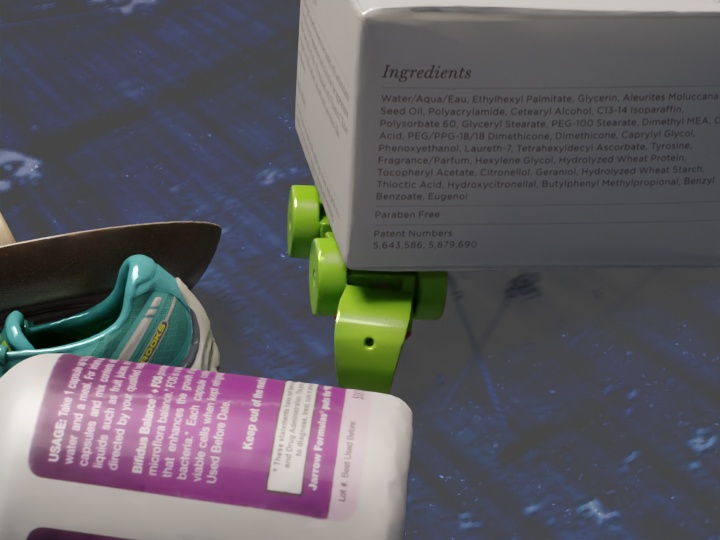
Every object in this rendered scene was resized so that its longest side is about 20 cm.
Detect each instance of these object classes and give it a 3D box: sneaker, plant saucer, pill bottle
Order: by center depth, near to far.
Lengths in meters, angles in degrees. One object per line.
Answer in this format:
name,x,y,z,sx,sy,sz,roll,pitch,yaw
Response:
pill bottle,-0.083,0.091,0.748,0.198,0.113,0.112,8,28,0
sneaker,-0.167,0.060,0.966,0.199,0.080,0.078,-31,25,0
plant saucer,-0.167,0.011,1.043,0.199,0.032,0.200,-13,-6,-1

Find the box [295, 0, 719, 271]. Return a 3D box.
box,0.076,-0.098,1.002,0.198,0.132,0.199,-1,24,-9

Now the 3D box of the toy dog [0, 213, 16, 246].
toy dog,-0.284,-0.045,1.246,0.132,0.097,0.199,-33,29,-29

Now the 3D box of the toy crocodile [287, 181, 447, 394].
toy crocodile,0.000,0.000,1.013,0.067,0.062,0.200,1,22,-10
